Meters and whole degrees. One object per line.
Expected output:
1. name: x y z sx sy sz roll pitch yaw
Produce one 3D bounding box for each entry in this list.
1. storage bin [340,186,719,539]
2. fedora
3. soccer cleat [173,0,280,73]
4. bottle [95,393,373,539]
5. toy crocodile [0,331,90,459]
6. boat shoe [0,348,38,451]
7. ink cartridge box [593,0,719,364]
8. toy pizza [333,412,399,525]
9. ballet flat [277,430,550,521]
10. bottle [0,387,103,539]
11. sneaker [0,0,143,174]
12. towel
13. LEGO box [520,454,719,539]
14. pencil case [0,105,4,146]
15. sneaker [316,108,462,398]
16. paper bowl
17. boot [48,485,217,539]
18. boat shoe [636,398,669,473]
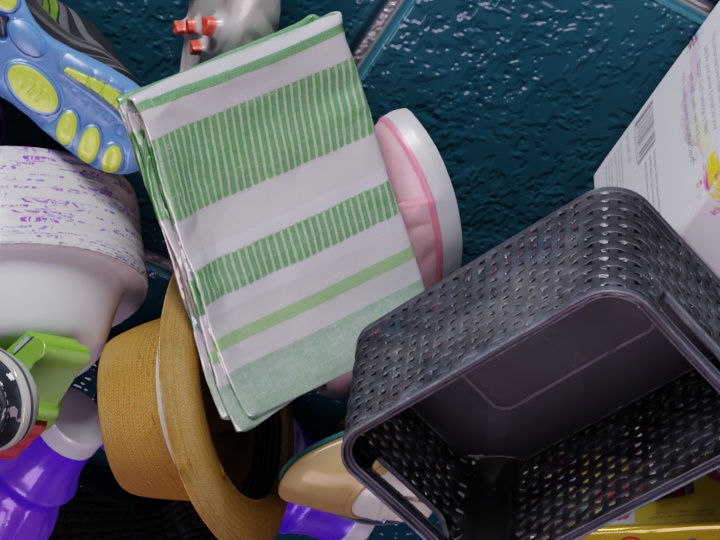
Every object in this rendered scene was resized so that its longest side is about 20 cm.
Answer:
1. storage bin: 0.102 0.064 1.146 0.200 0.094 0.135 -32 118 27
2. fedora: -0.103 0.082 1.246 0.082 0.201 0.201 -9 128 16
3. soccer cleat: -0.070 -0.118 1.218 0.077 0.069 0.200 0 130 -23
4. bottle: -0.079 0.120 1.382 0.200 0.084 0.065 31 127 -19
5. toy crocodile: -0.230 0.100 1.212 0.200 0.062 0.067 -37 148 25
6. boat shoe: -0.271 0.066 1.152 0.200 0.062 0.075 9 105 18
7. ink cartridge box: 0.245 -0.055 1.190 0.146 0.147 0.200 23 127 -14
8. toy pizza: 0.058 0.089 1.343 0.200 0.032 0.200 -25 148 -17
9. ballet flat: 0.046 0.119 1.280 0.200 0.063 0.069 -14 145 -30
10. bottle: -0.235 0.150 1.340 0.065 0.084 0.200 10 134 -45
11. sneaker: -0.194 -0.130 1.202 0.200 0.083 0.071 43 91 -11
12. towel: -0.042 -0.029 1.177 0.152 0.023 0.200 -27 109 -28
13. LEGO box: 0.195 0.201 1.445 0.200 0.077 0.149 -4 129 7
14. pencil case: -0.315 -0.074 1.241 0.200 0.092 0.085 -18 107 19
15. sneaker: 0.000 0.000 1.275 0.105 0.075 0.200 -20 136 -20
16. paper bowl: -0.226 0.012 1.245 0.200 0.105 0.201 -8 162 -3
17. boot: -0.173 0.219 1.464 0.200 0.070 0.132 7 130 -21
18. boat shoe: 0.185 0.059 1.337 0.060 0.074 0.200 -22 131 -1
